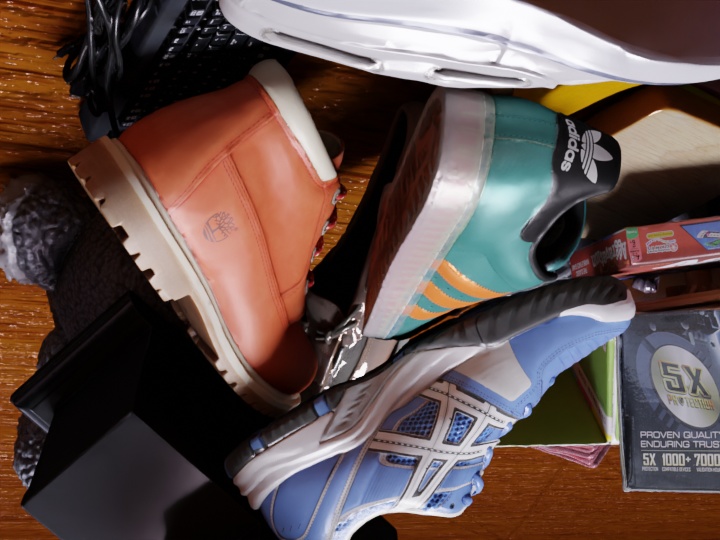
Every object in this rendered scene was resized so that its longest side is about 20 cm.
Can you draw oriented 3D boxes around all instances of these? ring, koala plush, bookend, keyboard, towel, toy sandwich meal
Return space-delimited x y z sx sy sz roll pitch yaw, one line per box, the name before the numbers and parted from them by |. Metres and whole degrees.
ring | 0.212 0.007 0.803 0.200 0.019 0.200 -7 175 -1
koala plush | -0.115 0.034 0.842 0.177 0.184 0.200 16 136 6
bookend | -0.078 0.144 0.717 0.092 0.200 0.199 -40 110 17
keyboard | -0.075 -0.081 0.646 0.104 0.040 0.200 1 162 -21
towel | 0.138 0.077 1.067 0.144 0.023 0.200 11 -158 31
toy sandwich meal | 0.145 -0.074 0.675 0.205 0.070 0.205 -4 164 -1

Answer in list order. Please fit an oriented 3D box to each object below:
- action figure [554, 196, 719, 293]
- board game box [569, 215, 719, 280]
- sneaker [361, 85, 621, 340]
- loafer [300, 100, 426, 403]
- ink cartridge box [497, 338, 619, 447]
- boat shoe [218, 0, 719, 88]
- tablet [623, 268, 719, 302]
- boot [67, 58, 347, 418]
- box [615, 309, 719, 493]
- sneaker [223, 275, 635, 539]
action figure | 0.178 -0.025 0.868 0.200 0.069 0.130 1 159 -30
board game box | 0.209 -0.018 0.732 0.200 0.019 0.103 -7 174 -7
sneaker | 0.050 -0.012 0.654 0.080 0.071 0.200 10 160 -7
loafer | 0.000 0.000 0.781 0.063 0.072 0.200 19 113 -31
ink cartridge box | 0.145 0.050 0.990 0.200 0.076 0.148 -3 -161 -3
boat shoe | 0.047 -0.100 0.562 0.200 0.074 0.065 11 154 -14
tablet | 0.247 0.017 0.933 0.200 0.014 0.130 9 -158 32
boot | -0.041 -0.009 0.697 0.107 0.075 0.200 -36 144 -8
box | 0.243 0.059 0.740 0.200 0.086 0.164 -3 177 29
sneaker | 0.040 0.067 0.706 0.200 0.077 0.076 -30 178 2
